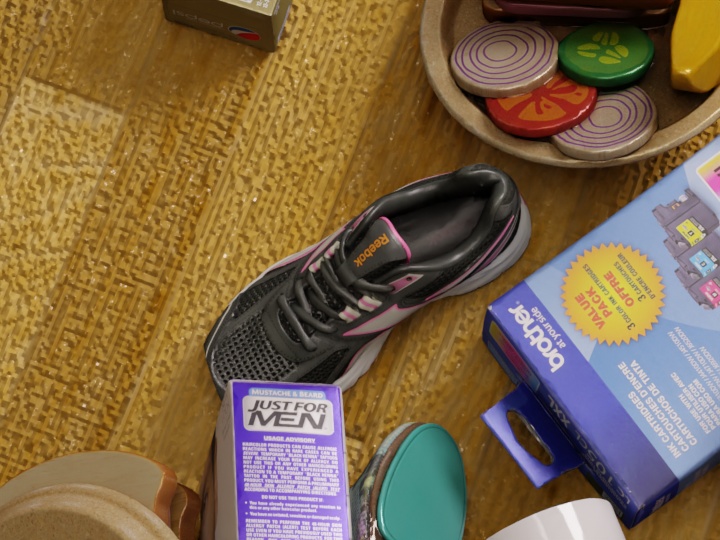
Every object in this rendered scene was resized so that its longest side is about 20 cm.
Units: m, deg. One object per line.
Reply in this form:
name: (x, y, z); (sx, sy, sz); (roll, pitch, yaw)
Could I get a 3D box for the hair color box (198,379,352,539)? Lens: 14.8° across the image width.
hair color box: (-0.042, 0.167, 1.366); (0.064, 0.110, 0.201); (5, 53, -10)

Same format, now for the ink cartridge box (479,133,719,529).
ink cartridge box: (0.156, 0.040, 1.454); (0.200, 0.076, 0.137); (-37, 78, -7)

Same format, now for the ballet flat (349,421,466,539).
ballet flat: (0.011, 0.162, 1.407); (0.069, 0.071, 0.201); (37, 35, -27)

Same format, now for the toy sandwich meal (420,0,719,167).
toy sandwich meal: (0.123, -0.149, 1.472); (0.204, 0.070, 0.206); (-4, 57, 6)

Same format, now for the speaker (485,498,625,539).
speaker: (0.125, 0.216, 1.365); (0.081, 0.081, 0.201); (-21, 70, -5)

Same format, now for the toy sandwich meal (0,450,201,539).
toy sandwich meal: (-0.140, 0.195, 1.398); (0.204, 0.070, 0.206); (-6, 79, 31)

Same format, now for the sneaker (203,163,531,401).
sneaker: (0.000, 0.000, 1.457); (0.200, 0.086, 0.080); (-38, 77, -8)

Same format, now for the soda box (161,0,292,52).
soda box: (-0.048, -0.229, 1.527); (0.067, 0.064, 0.201); (17, 76, 5)
